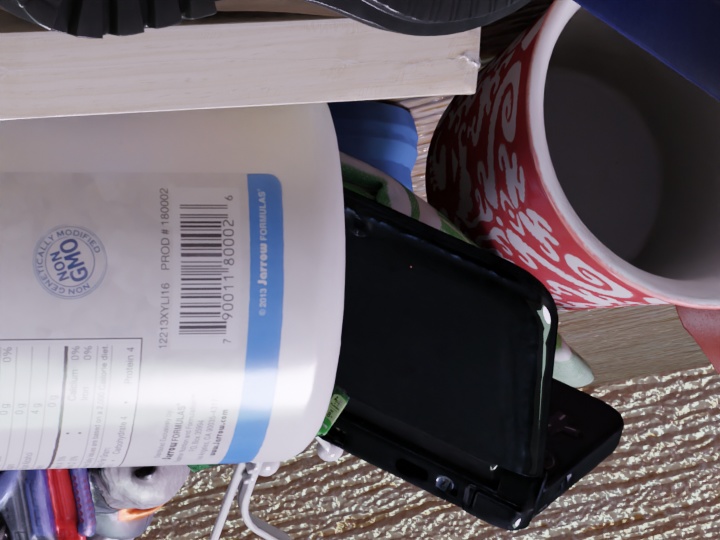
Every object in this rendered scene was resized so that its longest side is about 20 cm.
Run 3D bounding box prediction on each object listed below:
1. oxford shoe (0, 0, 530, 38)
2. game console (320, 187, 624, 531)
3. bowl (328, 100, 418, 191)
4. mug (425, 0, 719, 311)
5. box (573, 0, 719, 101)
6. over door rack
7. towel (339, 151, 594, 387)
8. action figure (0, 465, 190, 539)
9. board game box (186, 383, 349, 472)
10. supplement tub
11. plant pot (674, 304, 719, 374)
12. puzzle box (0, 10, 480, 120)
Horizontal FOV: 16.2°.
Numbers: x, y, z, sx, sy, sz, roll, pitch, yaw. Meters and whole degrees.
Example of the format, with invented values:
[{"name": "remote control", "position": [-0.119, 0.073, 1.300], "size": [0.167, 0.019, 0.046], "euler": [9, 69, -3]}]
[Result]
[{"name": "oxford shoe", "position": [-0.028, -0.101, 0.674], "size": [0.199, 0.073, 0.084], "euler": [-3, -169, -36]}, {"name": "game console", "position": [0.000, 0.000, 0.944], "size": [0.199, 0.117, 0.176], "euler": [25, -158, 19]}, {"name": "bowl", "position": [-0.070, -0.036, 1.161], "size": [0.199, 0.040, 0.201], "euler": [-9, 172, -1]}, {"name": "mug", "position": [0.110, -0.028, 0.965], "size": [0.133, 0.178, 0.200], "euler": [-36, -177, -14]}, {"name": "box", "position": [0.132, -0.077, 0.716], "size": [0.120, 0.033, 0.200], "euler": [-4, -155, -24]}, {"name": "over door rack", "position": [-0.076, 0.097, 1.096], "size": [0.066, 0.148, 0.201], "euler": [15, 121, -30]}, {"name": "towel", "position": [-0.002, -0.013, 1.007], "size": [0.152, 0.024, 0.200], "euler": [23, 170, 29]}, {"name": "action figure", "position": [-0.142, 0.046, 1.047], "size": [0.192, 0.202, 0.104], "euler": [14, -156, 39]}, {"name": "board game box", "position": [-0.102, -0.006, 0.897], "size": [0.105, 0.200, 0.024], "euler": [-21, -151, 55]}, {"name": "supplement tub", "position": [-0.112, -0.004, 0.775], "size": [0.198, 0.133, 0.132], "euler": [0, 171, -12]}, {"name": "plant pot", "position": [0.256, -0.011, 1.218], "size": [0.199, 0.203, 0.195], "euler": [-5, 180, -23]}, {"name": "puzzle box", "position": [-0.081, -0.071, 0.728], "size": [0.198, 0.026, 0.133], "euler": [-5, -163, -26]}]
